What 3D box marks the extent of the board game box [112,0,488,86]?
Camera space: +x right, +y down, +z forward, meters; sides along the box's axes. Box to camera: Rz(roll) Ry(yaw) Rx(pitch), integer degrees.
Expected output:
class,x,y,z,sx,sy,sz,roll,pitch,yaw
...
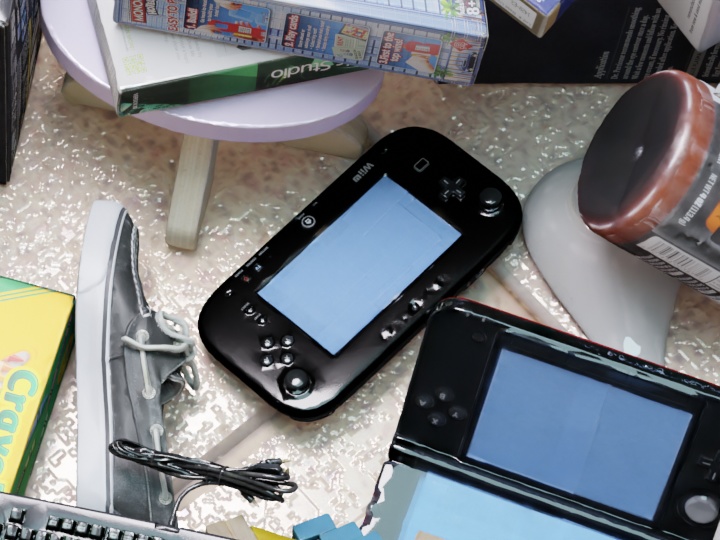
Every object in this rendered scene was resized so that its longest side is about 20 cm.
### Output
class,x,y,z,sx,sy,sz,roll,pitch,yaw
board game box,-0.041,-0.199,1.666,0.200,0.062,0.200,-3,66,-9

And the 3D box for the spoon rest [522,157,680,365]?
class,x,y,z,sx,sy,sz,roll,pitch,yaw
spoon rest,0.155,0.014,1.757,0.099,0.061,0.200,-7,53,-8

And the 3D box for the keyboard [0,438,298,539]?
class,x,y,z,sx,sy,sz,roll,pitch,yaw
keyboard,-0.106,0.148,1.617,0.200,0.021,0.127,11,65,6

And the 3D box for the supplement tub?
class,x,y,z,sx,sy,sz,roll,pitch,yaw
supplement tub,0.230,-0.028,1.717,0.200,0.107,0.107,27,63,-24

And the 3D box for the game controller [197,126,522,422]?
class,x,y,z,sx,sy,sz,roll,pitch,yaw
game controller,0.000,0.000,1.753,0.104,0.042,0.200,42,69,14

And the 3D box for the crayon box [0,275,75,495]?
class,x,y,z,sx,sy,sz,roll,pitch,yaw
crayon box,-0.243,0.096,1.682,0.119,0.058,0.200,15,65,2

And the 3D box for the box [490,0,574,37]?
class,x,y,z,sx,sy,sz,roll,pitch,yaw
box,0.114,-0.233,1.649,0.121,0.032,0.200,39,68,11

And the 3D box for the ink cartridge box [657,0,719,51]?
class,x,y,z,sx,sy,sz,roll,pitch,yaw
ink cartridge box,0.200,-0.251,1.729,0.146,0.084,0.200,-29,70,-15

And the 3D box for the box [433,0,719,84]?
class,x,y,z,sx,sy,sz,roll,pitch,yaw
box,0.141,-0.224,1.823,0.200,0.117,0.197,0,66,-5

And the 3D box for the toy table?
class,x,y,z,sx,sy,sz,roll,pitch,yaw
toy table,-0.087,-0.118,1.759,0.200,0.117,0.184,23,65,6

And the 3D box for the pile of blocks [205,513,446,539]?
class,x,y,z,sx,sy,sz,roll,pitch,yaw
pile of blocks,0.009,0.187,1.649,0.200,0.062,0.082,22,52,14

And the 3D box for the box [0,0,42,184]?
class,x,y,z,sx,sy,sz,roll,pitch,yaw
box,-0.208,-0.165,1.726,0.049,0.200,0.161,11,66,-1

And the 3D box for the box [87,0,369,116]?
class,x,y,z,sx,sy,sz,roll,pitch,yaw
box,-0.058,-0.174,1.706,0.200,0.036,0.145,-12,67,-10

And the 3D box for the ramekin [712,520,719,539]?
class,x,y,z,sx,sy,sz,roll,pitch,yaw
ramekin,0.253,0.149,1.624,0.094,0.202,0.203,21,65,17

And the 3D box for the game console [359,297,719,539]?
class,x,y,z,sx,sy,sz,roll,pitch,yaw
game console,0.105,0.136,1.661,0.200,0.172,0.119,19,39,4

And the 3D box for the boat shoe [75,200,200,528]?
class,x,y,z,sx,sy,sz,roll,pitch,yaw
boat shoe,-0.126,0.055,1.700,0.068,0.074,0.200,-2,66,0

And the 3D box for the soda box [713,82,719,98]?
class,x,y,z,sx,sy,sz,roll,pitch,yaw
soda box,0.256,-0.112,1.700,0.063,0.200,0.068,34,101,10
